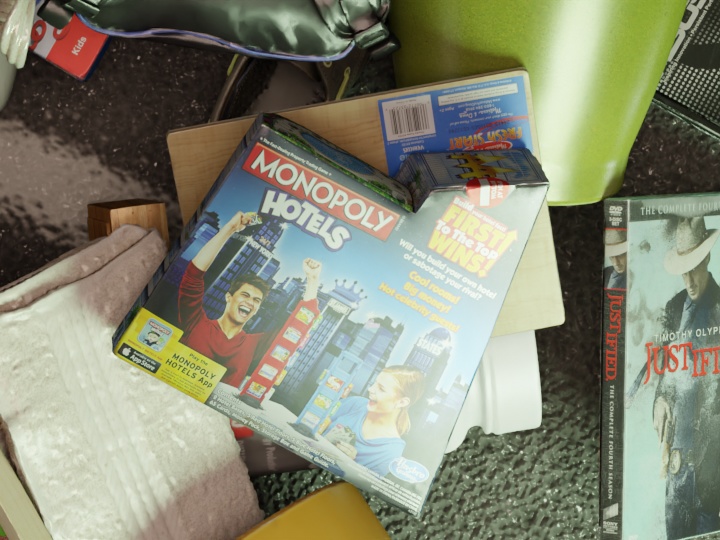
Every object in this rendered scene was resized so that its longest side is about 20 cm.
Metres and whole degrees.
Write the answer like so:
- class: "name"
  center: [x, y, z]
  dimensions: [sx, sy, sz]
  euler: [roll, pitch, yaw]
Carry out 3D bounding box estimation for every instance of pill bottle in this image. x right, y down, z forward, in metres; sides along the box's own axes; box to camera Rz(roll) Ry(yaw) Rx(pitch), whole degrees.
- class: "pill bottle"
  center: [0.000, 0.055, 1.681]
  dimensions: [0.199, 0.114, 0.115]
  euler: [-7, 94, -1]

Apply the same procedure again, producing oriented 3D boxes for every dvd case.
- class: "dvd case"
  center: [0.187, 0.056, 1.686]
  dimensions: [0.022, 0.146, 0.201]
  euler: [3, 94, 40]

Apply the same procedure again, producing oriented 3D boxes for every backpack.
- class: "backpack"
  center: [-0.072, -0.221, 1.587]
  dimensions: [0.199, 0.154, 0.192]
  euler: [6, 106, -17]

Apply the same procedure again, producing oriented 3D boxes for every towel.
- class: "towel"
  center: [-0.132, 0.085, 1.575]
  dimensions: [0.132, 0.034, 0.201]
  euler: [-30, 108, -30]

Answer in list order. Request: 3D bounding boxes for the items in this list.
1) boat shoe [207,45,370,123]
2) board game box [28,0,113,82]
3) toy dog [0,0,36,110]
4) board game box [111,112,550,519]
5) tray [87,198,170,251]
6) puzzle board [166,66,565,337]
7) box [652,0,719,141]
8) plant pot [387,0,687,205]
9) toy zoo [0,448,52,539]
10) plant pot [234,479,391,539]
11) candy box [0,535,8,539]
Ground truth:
- class: "boat shoe"
  center: [-0.038, -0.117, 1.694]
  dimensions: [0.072, 0.060, 0.202]
  euler: [29, 93, -4]
- class: "board game box"
  center: [-0.194, -0.243, 1.682]
  dimensions: [0.195, 0.056, 0.201]
  euler: [30, 93, -4]
- class: "toy dog"
  center: [-0.221, -0.194, 1.599]
  dimensions: [0.096, 0.132, 0.201]
  euler: [11, 72, -10]
- class: "board game box"
  center: [0.000, 0.000, 1.557]
  dimensions: [0.199, 0.062, 0.200]
  euler: [30, 103, -20]
- class: "tray"
  center: [-0.126, 0.061, 1.683]
  dimensions: [0.037, 0.099, 0.201]
  euler: [-8, 95, -12]
- class: "puzzle board"
  center: [0.004, -0.024, 1.595]
  dimensions: [0.199, 0.017, 0.151]
  euler: [-11, 111, -1]
- class: "box"
  center: [0.278, -0.147, 1.660]
  dimensions: [0.193, 0.047, 0.201]
  euler: [33, 94, 31]
- class: "plant pot"
  center: [0.097, -0.144, 1.643]
  dimensions: [0.199, 0.200, 0.194]
  euler: [6, 105, -2]
- class: "toy zoo"
  center: [-0.259, 0.132, 1.597]
  dimensions: [0.200, 0.020, 0.132]
  euler: [-33, 86, 43]
- class: "plant pot"
  center: [-0.033, 0.249, 1.624]
  dimensions: [0.200, 0.200, 0.184]
  euler: [-37, 80, 1]
- class: "candy box"
  center: [-0.227, 0.127, 1.656]
  dimensions: [0.199, 0.077, 0.170]
  euler: [-2, 96, 31]
